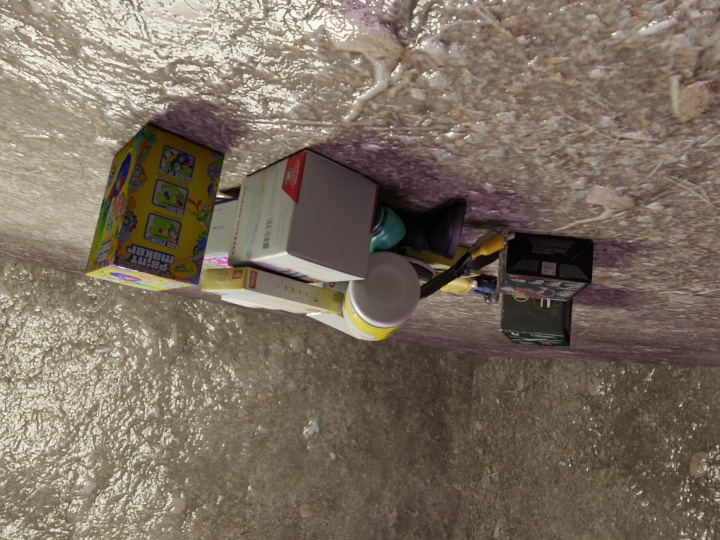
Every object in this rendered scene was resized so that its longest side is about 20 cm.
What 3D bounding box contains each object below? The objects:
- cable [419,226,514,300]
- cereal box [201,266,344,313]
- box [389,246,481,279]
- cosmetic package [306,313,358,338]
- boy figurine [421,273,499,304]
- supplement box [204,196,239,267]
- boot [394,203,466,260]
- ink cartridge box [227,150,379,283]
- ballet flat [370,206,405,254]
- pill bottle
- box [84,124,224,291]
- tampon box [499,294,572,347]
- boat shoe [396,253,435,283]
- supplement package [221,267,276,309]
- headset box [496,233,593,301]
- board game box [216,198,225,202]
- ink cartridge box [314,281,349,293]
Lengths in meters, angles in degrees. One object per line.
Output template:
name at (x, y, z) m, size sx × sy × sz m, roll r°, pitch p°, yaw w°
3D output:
cable at (0.165, -0.015, 0.902) m, size 0.195 × 0.052 × 0.097 m, roll -25°, pitch -174°, yaw -8°
cereal box at (-0.143, 0.036, 0.878) m, size 0.197 × 0.041 × 0.141 m, roll 19°, pitch 165°, yaw -42°
box at (0.145, -0.030, 1.058) m, size 0.195 × 0.052 × 0.075 m, roll 15°, pitch 166°, yaw -24°
cosmetic package at (-0.024, 0.072, 1.184) m, size 0.079 × 0.116 × 0.198 m, roll -7°, pitch 157°, yaw 35°
boy figurine at (0.237, 0.036, 1.275) m, size 0.194 × 0.067 × 0.124 m, roll 8°, pitch 172°, yaw -15°
supplement box at (-0.184, -0.050, 0.990) m, size 0.099 × 0.107 × 0.197 m, roll -3°, pitch 165°, yaw 40°
boot at (0.070, -0.078, 0.884) m, size 0.194 × 0.067 × 0.166 m, roll 15°, pitch 161°, yaw 8°
ink cartridge box at (-0.092, -0.068, 0.813) m, size 0.142 × 0.150 × 0.197 m, roll 17°, pitch 167°, yaw -37°
ballet flat at (0.000, -0.039, 0.862) m, size 0.069 × 0.069 × 0.198 m, roll 30°, pitch 147°, yaw -27°
pill bottle at (0.027, 0.053, 0.889) m, size 0.111 × 0.118 × 0.200 m, roll 9°, pitch 164°, yaw -4°
box at (-0.313, -0.080, 0.801) m, size 0.120 × 0.199 × 0.197 m, roll 16°, pitch 166°, yaw -36°
tampon box at (0.432, 0.105, 1.294) m, size 0.146 × 0.130 × 0.199 m, roll 2°, pitch 166°, yaw 26°
boat shoe at (0.045, -0.003, 0.991) m, size 0.196 × 0.062 × 0.072 m, roll 16°, pitch 166°, yaw -13°
supplement package at (-0.288, 0.043, 1.551) m, size 0.195 × 0.124 × 0.120 m, roll 2°, pitch 168°, yaw 31°
headset box at (0.336, 0.001, 0.997) m, size 0.144 × 0.078 × 0.200 m, roll 7°, pitch 168°, yaw 12°
board game box at (-0.225, -0.110, 1.033) m, size 0.193 × 0.020 × 0.103 m, roll 6°, pitch 167°, yaw 11°
ink cartridge box at (0.000, 0.000, 1.064) m, size 0.195 × 0.151 × 0.082 m, roll 15°, pitch 167°, yaw -29°
